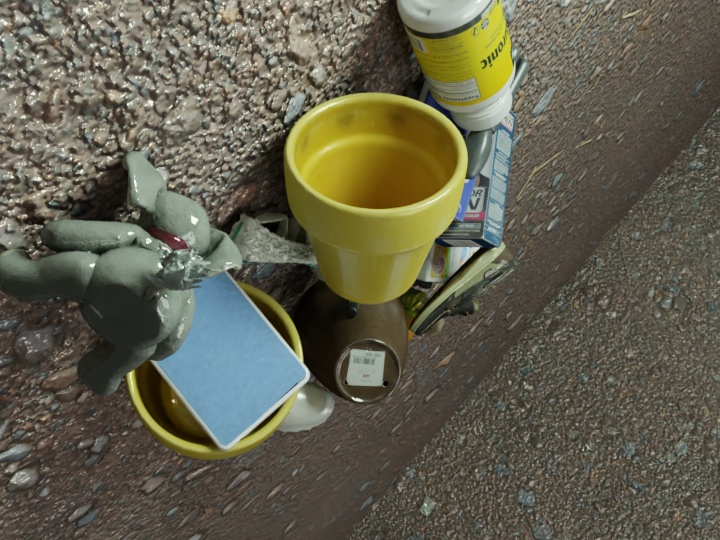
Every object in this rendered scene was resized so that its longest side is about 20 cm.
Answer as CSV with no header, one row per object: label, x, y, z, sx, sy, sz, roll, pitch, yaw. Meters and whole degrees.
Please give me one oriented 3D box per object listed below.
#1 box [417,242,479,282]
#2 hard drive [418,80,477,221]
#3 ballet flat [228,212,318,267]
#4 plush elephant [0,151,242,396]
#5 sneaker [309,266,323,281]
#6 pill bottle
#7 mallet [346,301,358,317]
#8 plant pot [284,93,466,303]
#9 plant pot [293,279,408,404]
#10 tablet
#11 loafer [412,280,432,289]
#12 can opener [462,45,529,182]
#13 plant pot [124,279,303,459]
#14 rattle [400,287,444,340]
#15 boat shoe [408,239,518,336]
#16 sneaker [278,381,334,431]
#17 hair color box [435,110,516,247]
box,0.134,-0.038,1.172,0.198,0.111,0.103,3,98,-48
hard drive,0.122,-0.183,0.954,0.131,0.025,0.203,19,89,-38
ballet flat,-0.095,-0.038,0.896,0.072,0.072,0.199,-55,158,15
plush elephant,-0.200,-0.011,0.652,0.198,0.166,0.156,-23,-151,24
sneaker,-0.016,-0.054,0.986,0.074,0.087,0.201,-27,151,-45
pill bottle,0.122,-0.259,0.828,0.111,0.111,0.200,-46,146,-6
mallet,0.000,0.000,1.046,0.066,0.041,0.202,116,-8,-48
plant pot,0.014,-0.069,0.823,0.200,0.200,0.190,-36,148,-29
plant pot,-0.004,0.113,1.037,0.188,0.186,0.200,-50,-166,5
tablet,-0.164,0.082,0.781,0.130,0.200,0.014,-38,172,-23
loafer,0.097,-0.016,1.299,0.072,0.072,0.200,-61,162,5
can opener,0.177,-0.205,0.931,0.053,0.066,0.202,36,79,-37
plant pot,-0.179,0.137,0.868,0.200,0.201,0.189,-38,170,-23
rattle,0.082,0.126,1.402,0.200,0.129,0.145,138,-29,-63
boat shoe,0.156,0.038,1.070,0.200,0.065,0.073,-46,179,20
sneaker,-0.135,0.175,1.006,0.081,0.197,0.077,85,15,-57
hair color box,0.163,-0.139,1.036,0.060,0.099,0.203,19,77,-50
